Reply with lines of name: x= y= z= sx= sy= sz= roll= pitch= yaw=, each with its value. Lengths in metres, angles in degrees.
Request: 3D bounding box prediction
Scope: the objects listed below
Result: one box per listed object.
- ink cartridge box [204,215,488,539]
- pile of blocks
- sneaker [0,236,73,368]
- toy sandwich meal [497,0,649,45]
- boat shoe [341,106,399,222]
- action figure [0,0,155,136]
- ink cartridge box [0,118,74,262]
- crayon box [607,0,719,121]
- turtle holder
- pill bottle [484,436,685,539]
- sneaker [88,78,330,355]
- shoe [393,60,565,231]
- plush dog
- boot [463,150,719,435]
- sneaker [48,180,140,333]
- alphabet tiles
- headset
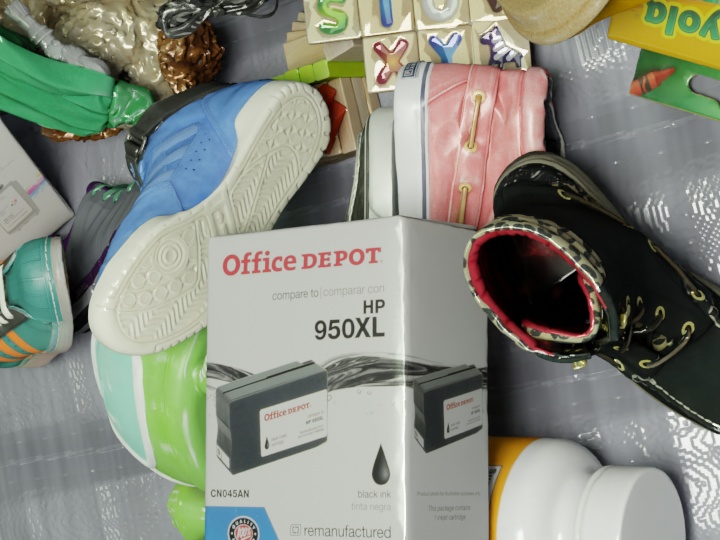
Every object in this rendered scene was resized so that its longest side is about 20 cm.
ink cartridge box: x=-0.009 y=0.076 z=1.016 sx=0.144 sy=0.084 sz=0.202 roll=-5 pitch=82 yaw=37
pile of blocks: x=-0.022 y=-0.160 z=1.134 sx=0.082 sy=0.062 sz=0.202 roll=15 pitch=103 yaw=34
sneaker: x=-0.244 y=0.030 z=1.250 sx=0.200 sy=0.079 sz=0.072 roll=136 pitch=126 yaw=-64
toy sandwich meal: x=0.125 y=-0.205 z=0.959 sx=0.205 sy=0.070 sz=0.207 roll=-172 pitch=90 yaw=-68
boat shoe: x=0.000 y=0.000 z=1.122 sx=0.063 sy=0.071 sz=0.202 roll=4 pitch=100 yaw=16
action figure: x=-0.221 y=-0.130 z=1.144 sx=0.199 sy=0.055 sz=0.118 roll=21 pitch=148 yaw=-7
ink cartridge box: x=-0.273 y=-0.079 z=1.283 sx=0.067 sy=0.200 sz=0.117 roll=-39 pitch=67 yaw=-8
crayon box: x=0.208 y=-0.174 z=0.972 sx=0.126 sy=0.051 sz=0.202 roll=20 pitch=107 yaw=32
turtle holder: x=-0.095 y=0.076 z=1.181 sx=0.131 sy=0.141 sz=0.186 roll=11 pitch=146 yaw=34
pill bottle: x=0.081 y=0.152 z=1.063 sx=0.199 sy=0.111 sz=0.112 roll=-3 pitch=93 yaw=36
sneaker: x=-0.112 y=-0.036 z=1.102 sx=0.111 sy=0.077 sz=0.201 roll=10 pitch=59 yaw=49
shoe: x=0.073 y=-0.024 z=1.074 sx=0.090 sy=0.072 sz=0.202 roll=1 pitch=112 yaw=14
plush dog: x=-0.168 y=-0.170 z=1.213 sx=0.199 sy=0.160 sz=0.173 roll=-17 pitch=103 yaw=51
boot: x=0.137 y=0.031 z=0.958 sx=0.203 sy=0.154 sz=0.074 roll=44 pitch=110 yaw=1
sneaker: x=-0.152 y=-0.041 z=1.237 sx=0.200 sy=0.074 sz=0.088 roll=-40 pitch=67 yaw=33
alphabet tiles: x=0.042 y=-0.209 z=1.075 sx=0.165 sy=0.006 sz=0.202 roll=-5 pitch=91 yaw=13
headset: x=-0.095 y=-0.206 z=1.115 sx=0.093 sy=0.124 sz=0.201 roll=-22 pitch=39 yaw=-1
